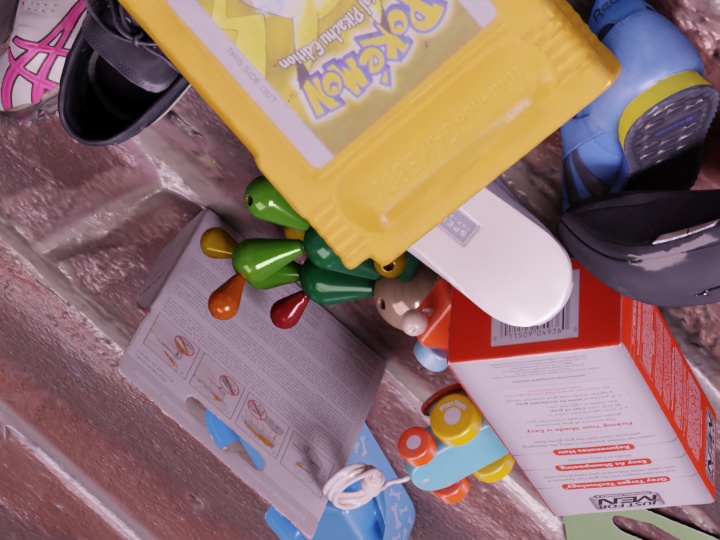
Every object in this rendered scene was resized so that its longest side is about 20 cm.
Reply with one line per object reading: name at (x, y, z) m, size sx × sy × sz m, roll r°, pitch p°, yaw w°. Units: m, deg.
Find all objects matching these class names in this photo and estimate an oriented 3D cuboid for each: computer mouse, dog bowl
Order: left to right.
dog bowl at (-0.029, 0.139, 1.813) m, size 0.111 × 0.050 × 0.201 m, roll 8°, pitch 141°, yaw 39°
computer mouse at (0.183, -0.021, 1.266) m, size 0.198 × 0.046 × 0.141 m, roll -2°, pitch 156°, yaw 19°

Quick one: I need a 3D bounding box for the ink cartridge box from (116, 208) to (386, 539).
ink cartridge box at (-0.075, 0.069, 1.612) m, size 0.161 × 0.200 × 0.050 m, roll 41°, pitch 123°, yaw -10°

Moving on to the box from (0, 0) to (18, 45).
box at (-0.245, -0.163, 1.525) m, size 0.060 × 0.117 × 0.200 m, roll 34°, pitch 152°, yaw 1°

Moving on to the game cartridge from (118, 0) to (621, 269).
game cartridge at (-0.002, -0.118, 1.256) m, size 0.176 × 0.032 × 0.200 m, roll -39°, pitch 94°, yaw 29°

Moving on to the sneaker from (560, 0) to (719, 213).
sneaker at (0.131, -0.076, 1.330) m, size 0.079 × 0.066 × 0.200 m, roll 59°, pitch 166°, yaw 19°

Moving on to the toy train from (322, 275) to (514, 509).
toy train at (0.055, 0.060, 1.537) m, size 0.149 × 0.056 × 0.200 m, roll 4°, pitch 137°, yaw -31°

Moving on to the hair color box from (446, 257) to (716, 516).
hair color box at (0.127, 0.067, 1.458) m, size 0.101 × 0.062 × 0.200 m, roll -7°, pitch 148°, yaw 19°

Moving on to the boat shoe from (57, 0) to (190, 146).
boat shoe at (-0.105, -0.127, 1.353) m, size 0.075 × 0.062 × 0.200 m, roll 44°, pitch 142°, yaw 2°

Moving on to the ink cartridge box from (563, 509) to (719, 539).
ink cartridge box at (0.190, 0.230, 1.721) m, size 0.145 × 0.048 × 0.201 m, roll 21°, pitch 150°, yaw 26°

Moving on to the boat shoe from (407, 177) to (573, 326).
boat shoe at (0.029, -0.051, 1.345) m, size 0.199 × 0.072 × 0.069 m, roll 36°, pitch -177°, yaw -6°

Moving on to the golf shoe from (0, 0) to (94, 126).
golf shoe at (-0.167, -0.145, 1.529) m, size 0.199 × 0.072 × 0.093 m, roll -20°, pitch 102°, yaw 50°

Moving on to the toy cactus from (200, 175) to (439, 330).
toy cactus at (0.000, 0.000, 1.550) m, size 0.164 × 0.103 × 0.200 m, roll 33°, pitch 144°, yaw -16°
